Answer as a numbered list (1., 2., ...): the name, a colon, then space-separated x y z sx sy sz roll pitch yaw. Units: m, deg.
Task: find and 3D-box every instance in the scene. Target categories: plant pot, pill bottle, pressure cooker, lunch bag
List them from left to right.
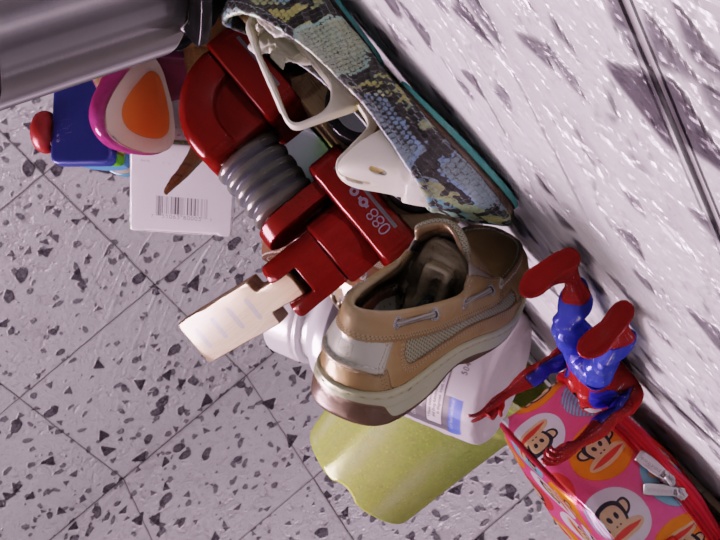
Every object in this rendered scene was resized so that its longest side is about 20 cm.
1. pressure cooker: -0.168 -0.196 0.678 0.178 0.200 0.176 4 114 61
2. pill bottle: 0.028 0.055 0.973 0.200 0.114 0.114 20 167 22
3. plant pot: 0.057 0.137 1.153 0.200 0.184 0.200 39 -166 -12
4. lunch bag: 0.190 0.175 0.801 0.200 0.082 0.176 52 178 -33

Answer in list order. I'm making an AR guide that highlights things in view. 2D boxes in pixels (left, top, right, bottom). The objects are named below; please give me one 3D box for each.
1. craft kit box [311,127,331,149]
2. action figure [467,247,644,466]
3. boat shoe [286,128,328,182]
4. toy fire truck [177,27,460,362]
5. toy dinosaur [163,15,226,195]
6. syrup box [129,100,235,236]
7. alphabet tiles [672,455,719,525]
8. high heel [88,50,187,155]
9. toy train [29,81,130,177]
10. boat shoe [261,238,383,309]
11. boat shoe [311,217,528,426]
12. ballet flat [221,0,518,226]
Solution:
1. craft kit box: -0.018 -0.113 0.974 0.200 0.048 0.198 50 -179 7
2. action figure: 0.106 0.064 0.658 0.065 0.099 0.200 50 -179 24
3. boat shoe: -0.068 -0.087 0.951 0.091 0.071 0.200 48 179 22
4. toy fire truck: -0.057 -0.044 0.750 0.176 0.200 0.129 50 178 9
5. toy dinosaur: -0.099 -0.139 0.833 0.106 0.201 0.060 6 168 -35
6. syrup box: -0.135 -0.114 0.964 0.200 0.078 0.082 -94 9 -57
7. alphabet tiles: 0.272 0.206 0.812 0.200 0.006 0.166 50 178 42
8. high heel: -0.172 -0.121 0.818 0.200 0.096 0.068 -72 -23 -63
9. toy train: -0.210 -0.179 0.991 0.116 0.084 0.201 33 -122 -80
10. boat shoe: 0.000 0.000 0.887 0.200 0.072 0.076 5 171 41
11. boat shoe: 0.045 0.007 0.638 0.071 0.076 0.200 18 -151 19
12. ballet flat: -0.002 -0.085 0.645 0.200 0.074 0.074 50 179 10
